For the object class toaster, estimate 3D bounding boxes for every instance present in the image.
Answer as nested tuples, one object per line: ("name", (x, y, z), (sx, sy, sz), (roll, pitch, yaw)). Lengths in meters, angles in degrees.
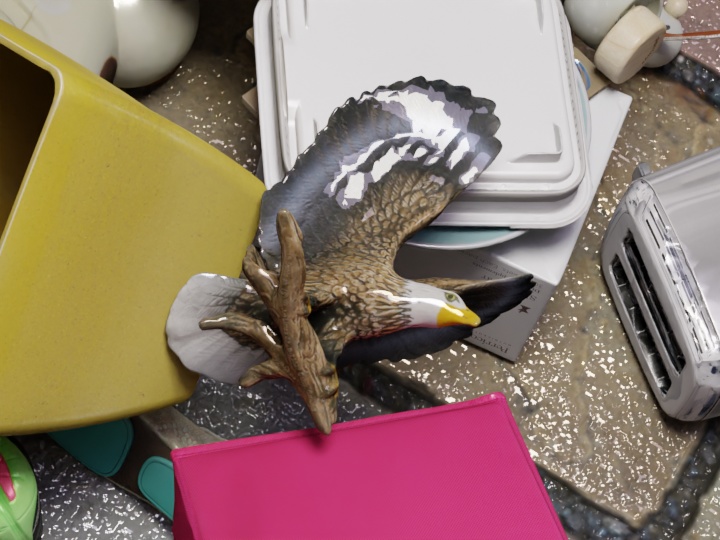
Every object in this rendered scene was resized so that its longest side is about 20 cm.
("toaster", (0.241, 0.013, 1.399), (0.129, 0.114, 0.201), (-15, 69, -14))

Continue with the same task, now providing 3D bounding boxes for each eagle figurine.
("eagle figurine", (0.007, 0.004, 1.200), (0.151, 0.152, 0.200), (39, 38, 3))

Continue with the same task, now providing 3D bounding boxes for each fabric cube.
("fabric cube", (0.012, 0.214, 1.169), (0.195, 0.200, 0.200), (-9, 45, -14))

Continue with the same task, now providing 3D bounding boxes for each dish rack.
("dish rack", (0.040, -0.109, 1.298), (0.199, 0.044, 0.172), (0, 63, -10))

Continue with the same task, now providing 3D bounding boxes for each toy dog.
("toy dog", (-0.187, -0.145, 1.375), (0.194, 0.140, 0.200), (29, 48, 25))
("toy dog", (0.183, -0.185, 1.433), (0.132, 0.200, 0.096), (42, 106, -5))

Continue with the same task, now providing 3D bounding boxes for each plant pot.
("plant pot", (-0.173, -0.023, 1.213), (0.176, 0.201, 0.200), (14, 12, -41))

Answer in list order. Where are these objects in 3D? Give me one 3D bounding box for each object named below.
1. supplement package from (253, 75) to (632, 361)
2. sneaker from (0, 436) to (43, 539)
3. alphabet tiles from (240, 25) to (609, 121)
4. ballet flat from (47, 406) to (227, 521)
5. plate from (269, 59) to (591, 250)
("supplement package", (0.047, -0.065, 1.399), (0.199, 0.111, 0.156), (24, 61, 3))
("sneaker", (-0.247, 0.095, 1.284), (0.077, 0.084, 0.200), (-29, 54, -10))
("alphabet tiles", (0.031, -0.123, 1.360), (0.200, 0.008, 0.167), (-37, 75, -25))
("ballet flat", (-0.125, 0.104, 1.317), (0.200, 0.068, 0.062), (40, 35, 6))
("plate", (0.042, -0.096, 1.329), (0.199, 0.026, 0.201), (5, 61, -9))
